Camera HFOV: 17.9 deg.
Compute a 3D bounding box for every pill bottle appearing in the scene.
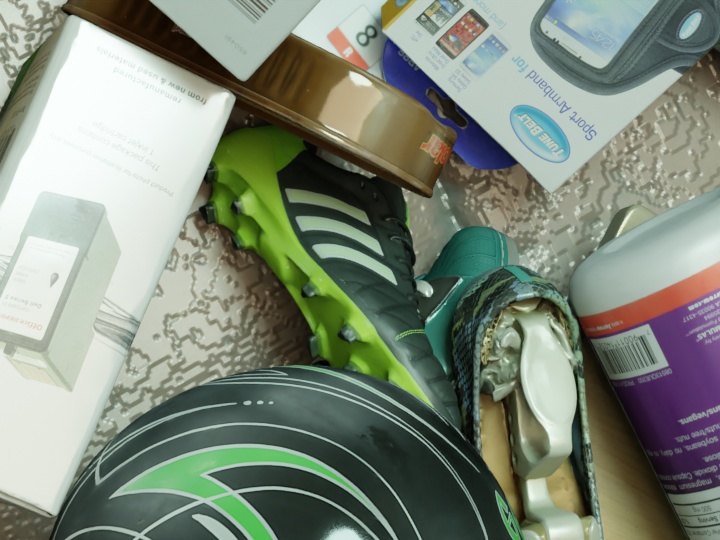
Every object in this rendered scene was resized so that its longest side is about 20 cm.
[{"bbox_3d":[0.184,0.066,1.056,0.112,0.112,0.201,-28,95,-16],"label":"pill bottle"}]

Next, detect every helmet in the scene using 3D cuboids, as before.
[{"bbox_3d":[-0.032,0.134,0.961,0.199,0.200,0.191,-31,68,-16],"label":"helmet"}]

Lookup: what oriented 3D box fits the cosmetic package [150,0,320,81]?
[{"bbox_3d":[-0.021,-0.175,0.989,0.071,0.200,0.101,41,120,-9],"label":"cosmetic package"}]

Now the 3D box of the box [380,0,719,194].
[{"bbox_3d":[0.103,-0.130,1.071,0.119,0.042,0.200,42,106,-17],"label":"box"}]

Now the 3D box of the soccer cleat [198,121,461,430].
[{"bbox_3d":[0.000,0.000,1.067,0.081,0.068,0.200,-24,58,-23],"label":"soccer cleat"}]

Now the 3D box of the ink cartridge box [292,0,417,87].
[{"bbox_3d":[0.013,-0.194,1.131,0.200,0.050,0.162,-42,98,-11],"label":"ink cartridge box"}]

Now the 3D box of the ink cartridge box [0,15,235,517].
[{"bbox_3d":[-0.145,0.002,1.021,0.084,0.145,0.201,25,80,-14],"label":"ink cartridge box"}]

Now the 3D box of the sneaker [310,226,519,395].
[{"bbox_3d":[0.006,0.058,1.099,0.080,0.071,0.201,31,80,-15],"label":"sneaker"}]

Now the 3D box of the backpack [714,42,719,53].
[{"bbox_3d":[0.201,-0.188,1.144,0.200,0.127,0.167,43,89,-10],"label":"backpack"}]

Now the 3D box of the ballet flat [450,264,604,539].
[{"bbox_3d":[0.080,0.098,1.047,0.074,0.074,0.201,-10,90,-16],"label":"ballet flat"}]

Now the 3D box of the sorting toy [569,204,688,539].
[{"bbox_3d":[0.161,0.104,1.141,0.199,0.070,0.200,31,79,-12],"label":"sorting toy"}]

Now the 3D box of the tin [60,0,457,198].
[{"bbox_3d":[-0.046,-0.091,1.046,0.199,0.112,0.042,27,86,22],"label":"tin"}]
